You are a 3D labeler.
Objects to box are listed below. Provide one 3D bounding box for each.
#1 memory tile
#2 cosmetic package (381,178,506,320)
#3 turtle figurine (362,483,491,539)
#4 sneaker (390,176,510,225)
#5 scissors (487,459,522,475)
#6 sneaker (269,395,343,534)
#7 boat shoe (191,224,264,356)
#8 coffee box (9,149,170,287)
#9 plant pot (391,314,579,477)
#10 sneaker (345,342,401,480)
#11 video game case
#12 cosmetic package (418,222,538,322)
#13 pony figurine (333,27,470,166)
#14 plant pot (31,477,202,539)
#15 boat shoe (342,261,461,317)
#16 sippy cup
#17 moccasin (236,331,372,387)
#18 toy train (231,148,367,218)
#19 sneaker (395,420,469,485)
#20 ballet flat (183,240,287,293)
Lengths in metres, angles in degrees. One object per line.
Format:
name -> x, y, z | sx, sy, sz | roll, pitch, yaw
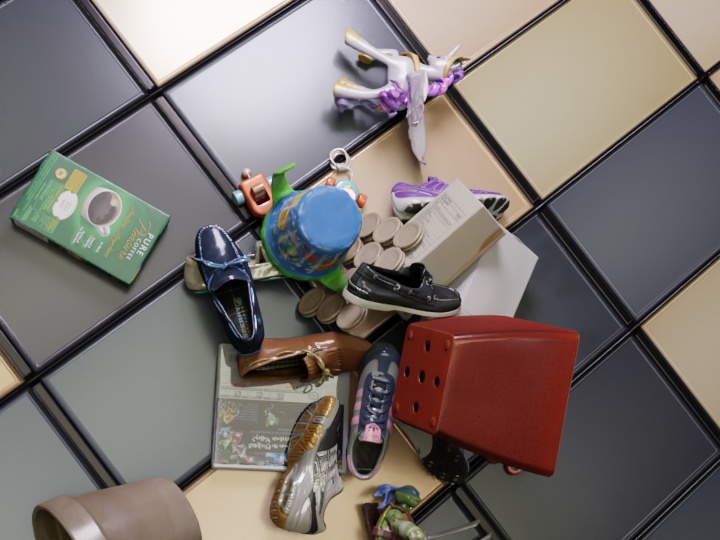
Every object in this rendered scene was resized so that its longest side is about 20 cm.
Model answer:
memory tile -> 0.000, 0.000, 1.696 | 0.017, 0.153, 0.200 | 47, 70, -35
cosmetic package -> 0.107, -0.032, 1.701 | 0.200, 0.105, 0.071 | -40, 124, 6
turtle figurine -> 0.079, 0.416, 1.619 | 0.200, 0.144, 0.194 | 27, 77, -3
sneaker -> 0.142, -0.115, 1.787 | 0.200, 0.081, 0.084 | 3, 48, -23
scissors -> 0.242, 0.215, 1.771 | 0.073, 0.014, 0.200 | 18, 73, -7
sneaker -> -0.060, 0.281, 1.639 | 0.088, 0.076, 0.200 | 27, 76, -23
boat shoe -> -0.177, 0.019, 1.616 | 0.084, 0.069, 0.200 | -25, 76, -12
coffee box -> -0.393, -0.074, 1.664 | 0.200, 0.044, 0.123 | 28, 73, -6
plant pot -> 0.157, 0.157, 1.574 | 0.176, 0.200, 0.200 | 11, 90, -25
sneaker -> 0.023, 0.205, 1.624 | 0.070, 0.082, 0.200 | 8, 104, -3
video game case -> -0.115, 0.205, 1.681 | 0.200, 0.023, 0.182 | 5, 76, -13
cosmetic package -> 0.179, 0.035, 1.739 | 0.113, 0.081, 0.200 | 39, 67, -33
pony figurine -> 0.062, -0.282, 1.778 | 0.200, 0.167, 0.193 | 9, 68, 5
plant pot -> -0.315, 0.365, 1.525 | 0.173, 0.200, 0.200 | -26, 85, -33
boat shoe -> 0.069, 0.019, 1.607 | 0.199, 0.075, 0.066 | 8, 110, -30
sippy cup -> -0.062, -0.062, 1.635 | 0.178, 0.130, 0.140 | 26, 72, -13
moccasin -> -0.076, 0.132, 1.646 | 0.201, 0.074, 0.078 | 3, 42, -14
toy train -> -0.085, -0.115, 1.741 | 0.200, 0.056, 0.150 | -22, 84, -17
sneaker -> 0.099, 0.233, 1.706 | 0.200, 0.072, 0.072 | 53, 27, -8
ballet flat -> -0.163, -0.013, 1.689 | 0.200, 0.067, 0.062 | -12, 110, -16
